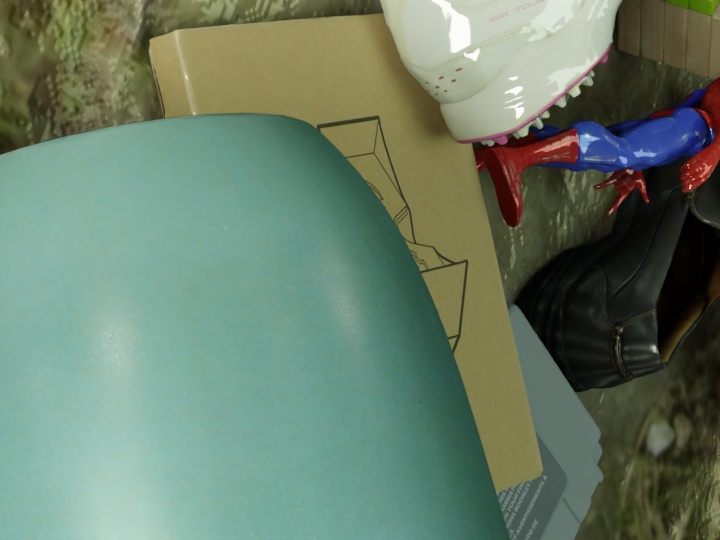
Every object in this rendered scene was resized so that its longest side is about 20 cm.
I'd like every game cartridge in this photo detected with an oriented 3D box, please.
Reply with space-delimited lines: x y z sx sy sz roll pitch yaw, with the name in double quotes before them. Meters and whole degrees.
"game cartridge" 0.032 0.118 0.941 0.200 0.040 0.134 -59 138 -27

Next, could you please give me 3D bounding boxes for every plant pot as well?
"plant pot" -0.060 0.042 0.702 0.200 0.200 0.162 -2 79 -50

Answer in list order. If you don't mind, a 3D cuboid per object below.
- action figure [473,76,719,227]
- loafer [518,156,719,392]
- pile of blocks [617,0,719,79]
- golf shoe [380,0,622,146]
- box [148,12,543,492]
"action figure" 0.133 -0.056 0.976 0.199 0.065 0.052 -19 95 -27
"loafer" 0.154 -0.007 1.042 0.200 0.072 0.073 -48 127 -37
"pile of blocks" 0.130 -0.174 0.985 0.200 0.082 0.062 53 56 -39
"golf shoe" 0.091 -0.142 0.887 0.200 0.075 0.092 -46 103 -13
"box" 0.000 0.000 0.861 0.163 0.021 0.201 -13 90 -50
